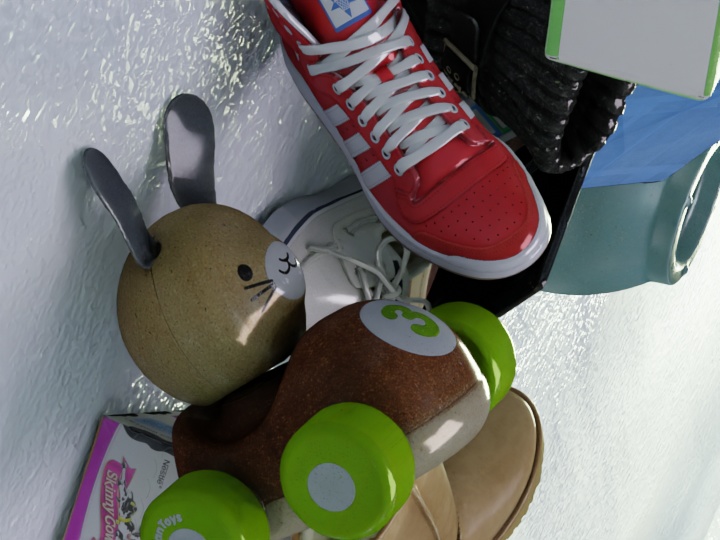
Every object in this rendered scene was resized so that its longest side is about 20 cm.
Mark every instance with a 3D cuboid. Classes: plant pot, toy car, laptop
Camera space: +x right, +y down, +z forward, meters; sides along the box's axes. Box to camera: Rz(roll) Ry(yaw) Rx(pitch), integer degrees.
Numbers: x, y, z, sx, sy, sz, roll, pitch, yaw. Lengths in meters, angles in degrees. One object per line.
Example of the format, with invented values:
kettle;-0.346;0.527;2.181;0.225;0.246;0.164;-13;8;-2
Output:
plant pot;0.182;-0.067;1.693;0.201;0.133;0.201;-55;157;-37
toy car;-0.047;0.017;1.080;0.201;0.157;0.164;61;29;-5
laptop;0.134;-0.025;1.322;0.187;0.115;0.201;-40;-155;63

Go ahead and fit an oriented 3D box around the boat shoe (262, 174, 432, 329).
boat shoe;-0.001;0.004;1.310;0.202;0.086;0.075;-31;139;-63

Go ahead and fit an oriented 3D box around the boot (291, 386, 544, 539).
boot;0.038;0.111;1.279;0.176;0.066;0.200;-65;160;-17

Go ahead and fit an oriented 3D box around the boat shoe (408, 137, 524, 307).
boat shoe;0.083;-0.024;1.479;0.072;0.072;0.201;-31;139;-62

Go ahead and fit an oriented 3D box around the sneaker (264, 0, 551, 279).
sneaker;0.014;-0.088;1.115;0.071;0.200;0.113;-33;147;-10

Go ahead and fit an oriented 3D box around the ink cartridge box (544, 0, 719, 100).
ink cartridge box;0.159;-0.197;1.109;0.200;0.083;0.146;-58;158;-49

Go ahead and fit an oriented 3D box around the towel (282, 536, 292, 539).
towel;-0.018;0.151;1.316;0.200;0.034;0.133;-45;149;-56

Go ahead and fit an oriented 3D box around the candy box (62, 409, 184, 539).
candy box;-0.091;0.144;1.241;0.200;0.061;0.137;7;102;-73

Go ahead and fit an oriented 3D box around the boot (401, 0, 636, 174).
boot;0.064;-0.100;1.242;0.079;0.158;0.212;-43;158;-25

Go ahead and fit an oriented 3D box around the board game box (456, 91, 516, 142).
board game box;0.119;-0.148;1.380;0.134;0.034;0.200;-27;-159;48
